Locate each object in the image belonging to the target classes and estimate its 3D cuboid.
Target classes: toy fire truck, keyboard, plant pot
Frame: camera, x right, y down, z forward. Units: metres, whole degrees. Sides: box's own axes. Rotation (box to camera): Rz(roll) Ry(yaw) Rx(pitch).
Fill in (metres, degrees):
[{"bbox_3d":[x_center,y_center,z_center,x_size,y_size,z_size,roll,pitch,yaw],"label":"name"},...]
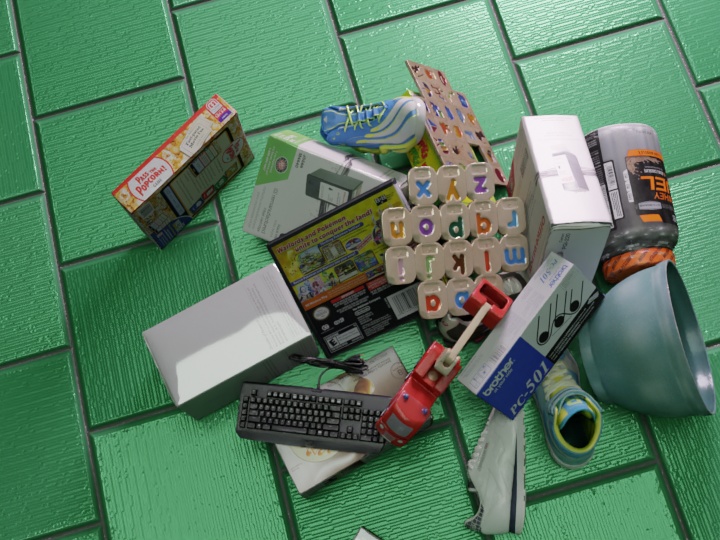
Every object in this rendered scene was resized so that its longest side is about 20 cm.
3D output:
[{"bbox_3d":[0.103,0.116,1.127,0.049,0.141,0.200,37,54,4],"label":"toy fire truck"},{"bbox_3d":[-0.057,0.164,1.174,0.198,0.021,0.128,5,71,6],"label":"keyboard"},{"bbox_3d":[0.363,0.101,1.176,0.133,0.200,0.202,-18,70,25],"label":"plant pot"}]

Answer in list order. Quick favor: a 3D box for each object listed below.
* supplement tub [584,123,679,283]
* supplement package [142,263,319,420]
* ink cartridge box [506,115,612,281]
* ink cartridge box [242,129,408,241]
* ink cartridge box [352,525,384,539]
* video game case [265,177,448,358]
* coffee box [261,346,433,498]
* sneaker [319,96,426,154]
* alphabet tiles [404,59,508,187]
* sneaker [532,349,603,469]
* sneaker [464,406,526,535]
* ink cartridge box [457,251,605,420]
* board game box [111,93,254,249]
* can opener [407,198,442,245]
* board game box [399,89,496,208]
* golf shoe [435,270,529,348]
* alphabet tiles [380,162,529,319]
[{"bbox_3d":[0.368,-0.091,1.257,0.121,0.123,0.202,-7,73,1],"label":"supplement tub"},{"bbox_3d":[-0.172,0.099,1.234,0.199,0.117,0.118,-28,73,-6],"label":"supplement package"},{"bbox_3d":[0.261,-0.088,1.218,0.084,0.146,0.201,-2,52,-3],"label":"ink cartridge box"},{"bbox_3d":[-0.046,-0.093,1.273,0.199,0.084,0.147,22,107,10],"label":"ink cartridge box"},{"bbox_3d":[-0.005,0.440,1.147,0.103,0.059,0.201,30,77,12],"label":"ink cartridge box"},{"bbox_3d":[0.000,0.000,1.224,0.199,0.026,0.182,-26,99,15],"label":"video game case"},{"bbox_3d":[-0.015,0.203,1.210,0.199,0.080,0.115,-28,73,-5],"label":"coffee box"},{"bbox_3d":[0.007,-0.197,1.258,0.104,0.200,0.076,-1,87,-27],"label":"sneaker"},{"bbox_3d":[0.131,-0.211,1.302,0.008,0.167,0.201,-35,69,32],"label":"alphabet tiles"},{"bbox_3d":[0.263,0.152,1.183,0.079,0.131,0.201,-18,72,-1],"label":"sneaker"},{"bbox_3d":[0.179,0.243,1.194,0.080,0.076,0.202,0,71,13],"label":"sneaker"},{"bbox_3d":[0.217,0.085,1.148,0.201,0.094,0.044,-53,41,1],"label":"ink cartridge box"},{"bbox_3d":[-0.246,-0.136,1.294,0.046,0.152,0.200,41,79,14],"label":"board game box"},{"bbox_3d":[0.101,-0.042,1.280,0.078,0.064,0.202,0,65,3],"label":"can opener"},{"bbox_3d":[0.120,-0.155,1.294,0.048,0.101,0.201,-37,63,35],"label":"board game box"},{"bbox_3d":[0.196,0.039,1.246,0.199,0.088,0.077,-32,72,-8],"label":"golf shoe"},{"bbox_3d":[0.124,-0.040,1.189,0.198,0.015,0.197,-6,90,-14],"label":"alphabet tiles"}]
